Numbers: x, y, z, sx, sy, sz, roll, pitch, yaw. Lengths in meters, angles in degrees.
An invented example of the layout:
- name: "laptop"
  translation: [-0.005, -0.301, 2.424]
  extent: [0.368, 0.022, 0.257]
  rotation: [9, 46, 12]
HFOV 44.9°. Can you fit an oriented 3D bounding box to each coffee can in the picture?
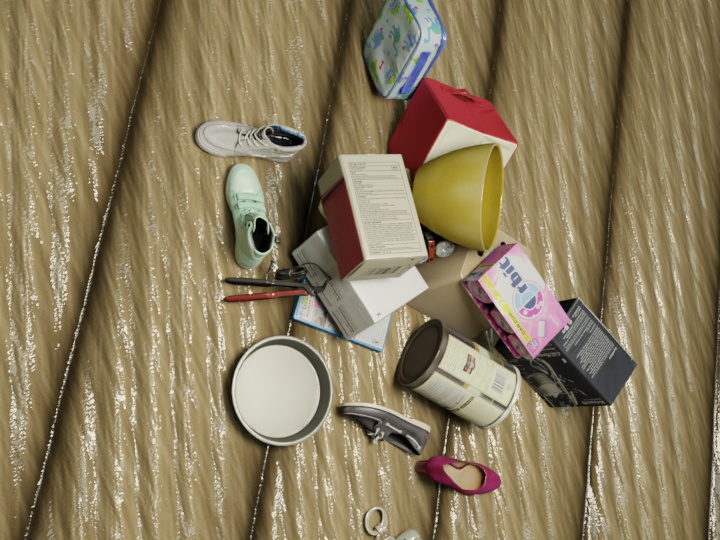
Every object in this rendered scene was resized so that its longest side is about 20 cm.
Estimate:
- name: "coffee can"
  translation: [0.194, 0.207, 1.723]
  extent: [0.200, 0.146, 0.147]
  rotation: [32, 67, -19]

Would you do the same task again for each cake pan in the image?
- name: "cake pan"
  translation: [-0.147, 0.221, 1.604]
  extent: [0.200, 0.037, 0.201]
  rotation: [6, 77, -27]

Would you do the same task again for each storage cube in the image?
- name: "storage cube"
  translation: [0.180, -0.251, 1.747]
  extent: [0.171, 0.200, 0.180]
  rotation: [15, 33, -24]

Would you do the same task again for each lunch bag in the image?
- name: "lunch bag"
  translation: [0.087, -0.452, 1.758]
  extent: [0.082, 0.200, 0.161]
  rotation: [-5, 57, -30]

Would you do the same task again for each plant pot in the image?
- name: "plant pot"
  translation: [0.177, -0.140, 1.616]
  extent: [0.142, 0.200, 0.200]
  rotation: [7, 72, 19]
- name: "plant pot"
  translation: [0.227, 0.002, 1.763]
  extent: [0.200, 0.177, 0.200]
  rotation: [31, 67, -20]

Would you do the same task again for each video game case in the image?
- name: "video game case"
  translation: [-0.027, 0.061, 1.710]
  extent: [0.200, 0.018, 0.143]
  rotation: [23, 71, -22]

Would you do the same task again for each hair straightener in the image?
- name: "hair straightener"
  translation: [-0.151, 0.014, 1.594]
  extent: [0.199, 0.041, 0.077]
  rotation: [-5, 79, 6]

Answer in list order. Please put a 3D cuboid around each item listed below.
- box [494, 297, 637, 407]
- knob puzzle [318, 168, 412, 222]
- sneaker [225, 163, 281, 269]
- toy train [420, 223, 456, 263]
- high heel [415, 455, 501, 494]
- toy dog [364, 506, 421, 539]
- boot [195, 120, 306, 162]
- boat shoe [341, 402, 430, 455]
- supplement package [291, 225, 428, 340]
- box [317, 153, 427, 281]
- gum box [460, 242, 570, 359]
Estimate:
- name: "box"
  translation: [0.425, 0.176, 1.818]
  extent: [0.197, 0.200, 0.124]
  rotation: [45, 65, -12]
- name: "knob puzzle"
  translation: [0.011, -0.111, 1.624]
  extent: [0.219, 0.030, 0.220]
  rotation: [10, 65, -23]
- name: "sneaker"
  translation: [-0.193, -0.112, 1.601]
  extent: [0.074, 0.118, 0.201]
  rotation: [-4, 80, -26]
- name: "toy train"
  translation: [0.114, -0.091, 1.729]
  extent: [0.114, 0.085, 0.200]
  rotation: [-13, 42, -10]
- name: "high heel"
  translation: [0.212, 0.407, 1.720]
  extent: [0.200, 0.096, 0.068]
  rotation: [12, 75, -25]
- name: "toy dog"
  translation: [0.038, 0.542, 1.603]
  extent: [0.132, 0.096, 0.200]
  rotation: [46, 64, -13]
- name: "boot"
  translation: [-0.202, -0.252, 1.637]
  extent: [0.200, 0.096, 0.074]
  rotation: [4, 78, -27]
- name: "boat shoe"
  translation: [0.048, 0.303, 1.671]
  extent: [0.200, 0.073, 0.063]
  rotation: [24, 67, -26]
- name: "supplement package"
  translation: [0.000, 0.000, 1.657]
  extent: [0.156, 0.111, 0.200]
  rotation: [-31, 87, -37]
- name: "box"
  translation: [0.018, -0.093, 1.536]
  extent: [0.128, 0.109, 0.200]
  rotation: [-4, 70, -28]
- name: "gum box"
  translation: [0.297, 0.062, 1.650]
  extent: [0.113, 0.066, 0.200]
  rotation: [-42, 103, -21]
